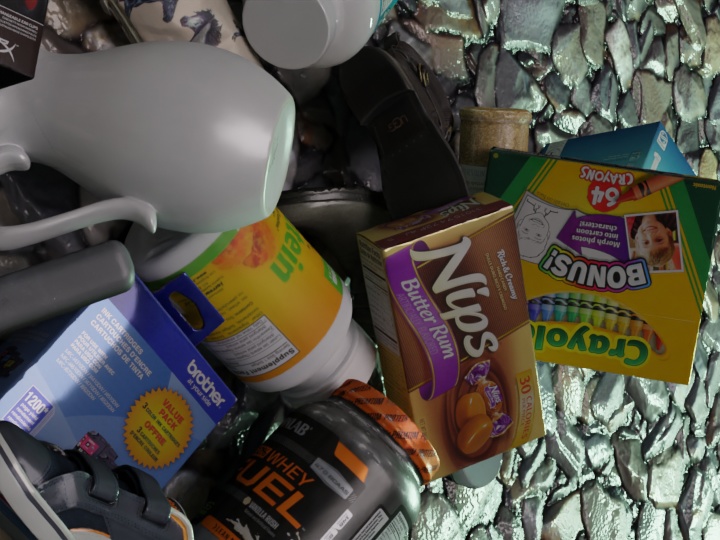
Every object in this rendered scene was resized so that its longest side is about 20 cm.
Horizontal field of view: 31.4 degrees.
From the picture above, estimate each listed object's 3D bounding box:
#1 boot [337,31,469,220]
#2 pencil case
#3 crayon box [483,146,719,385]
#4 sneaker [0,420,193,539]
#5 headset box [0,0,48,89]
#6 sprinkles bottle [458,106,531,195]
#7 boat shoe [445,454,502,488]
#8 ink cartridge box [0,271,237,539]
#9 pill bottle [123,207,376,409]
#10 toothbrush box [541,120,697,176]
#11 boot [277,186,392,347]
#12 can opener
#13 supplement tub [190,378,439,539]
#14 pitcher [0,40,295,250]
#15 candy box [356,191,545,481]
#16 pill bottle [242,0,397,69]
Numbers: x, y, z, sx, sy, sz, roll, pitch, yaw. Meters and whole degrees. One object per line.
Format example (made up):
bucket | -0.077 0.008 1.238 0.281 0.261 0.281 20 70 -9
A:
boot | 0.056 -0.116 1.099 0.202 0.069 0.174 67 18 -1
pencil case | -0.129 -0.163 0.957 0.089 0.078 0.201 -37 114 -17
crayon box | 0.197 -0.006 1.104 0.058 0.197 0.175 -40 138 -78
sneaker | -0.158 0.149 0.784 0.079 0.078 0.201 -38 126 -13
headset box | -0.251 -0.212 0.789 0.075 0.148 0.203 19 73 -43
sprinkles bottle | 0.118 -0.048 1.175 0.068 0.068 0.203 -6 102 -45
boat shoe | 0.054 0.092 1.101 0.071 0.090 0.202 -28 111 -38
ink cartridge box | -0.178 0.087 0.864 0.200 0.076 0.137 -51 121 -26
pill bottle | -0.076 0.020 0.969 0.200 0.110 0.112 48 55 -31
toothbrush box | 0.224 -0.036 1.252 0.085 0.145 0.201 47 55 -30
boot | 0.000 0.000 1.083 0.199 0.067 0.132 6 87 -44
can opener | -0.241 0.011 0.786 0.198 0.053 0.068 -19 89 -11
supplement tub | -0.041 0.182 0.918 0.200 0.122 0.123 -47 119 -19
pitcher | -0.153 -0.073 0.827 0.122 0.198 0.173 93 10 -60
candy box | 0.074 0.052 1.009 0.116 0.056 0.202 -18 112 -19
pill bottle | -0.026 -0.231 1.009 0.112 0.110 0.200 61 31 -21
